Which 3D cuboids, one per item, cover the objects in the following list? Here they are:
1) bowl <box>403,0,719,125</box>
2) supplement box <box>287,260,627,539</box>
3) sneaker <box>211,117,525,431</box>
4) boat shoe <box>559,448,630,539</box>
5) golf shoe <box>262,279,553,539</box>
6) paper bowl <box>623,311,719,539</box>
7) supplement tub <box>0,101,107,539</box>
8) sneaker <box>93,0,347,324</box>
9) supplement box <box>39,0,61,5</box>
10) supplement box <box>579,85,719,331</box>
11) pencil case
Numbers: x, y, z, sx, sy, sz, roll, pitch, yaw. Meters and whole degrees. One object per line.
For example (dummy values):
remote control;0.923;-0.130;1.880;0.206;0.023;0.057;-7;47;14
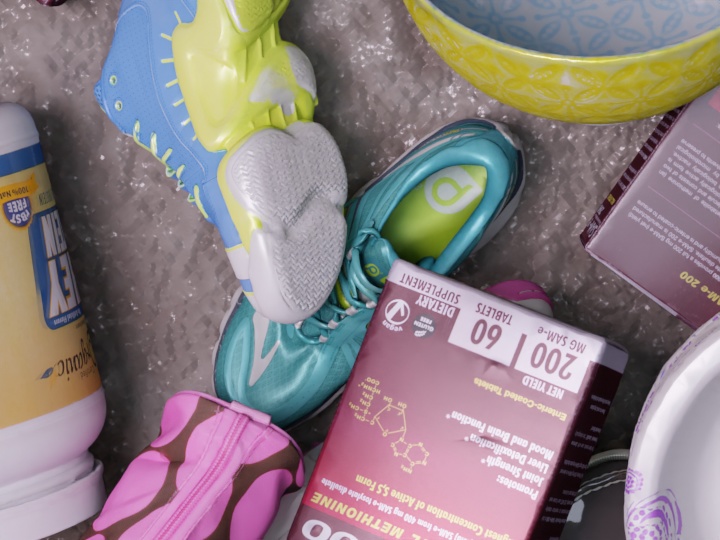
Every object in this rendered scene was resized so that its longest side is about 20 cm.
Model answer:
bowl;0.113;-0.133;1.255;0.199;0.201;0.108;-6;139;3
supplement box;0.034;0.109;1.219;0.108;0.061;0.201;21;90;18
sneaker;0.000;0.000;1.302;0.077;0.080;0.200;43;97;-4
boat shoe;0.076;0.172;1.279;0.072;0.061;0.201;40;96;-1
golf shoe;0.033;0.094;1.302;0.200;0.075;0.092;-48;55;12
paper bowl;0.221;0.102;1.221;0.199;0.104;0.202;1;97;7
supplement tub;-0.204;0.031;1.280;0.144;0.145;0.201;-13;97;3
sneaker;-0.070;-0.064;1.289;0.105;0.076;0.201;-18;73;37
supplement box;-0.187;-0.233;1.281;0.200;0.061;0.109;42;96;-4
supplement box;0.207;-0.063;1.296;0.109;0.061;0.200;36;96;-3
pencil case;-0.104;0.142;1.228;0.090;0.094;0.200;28;61;14
